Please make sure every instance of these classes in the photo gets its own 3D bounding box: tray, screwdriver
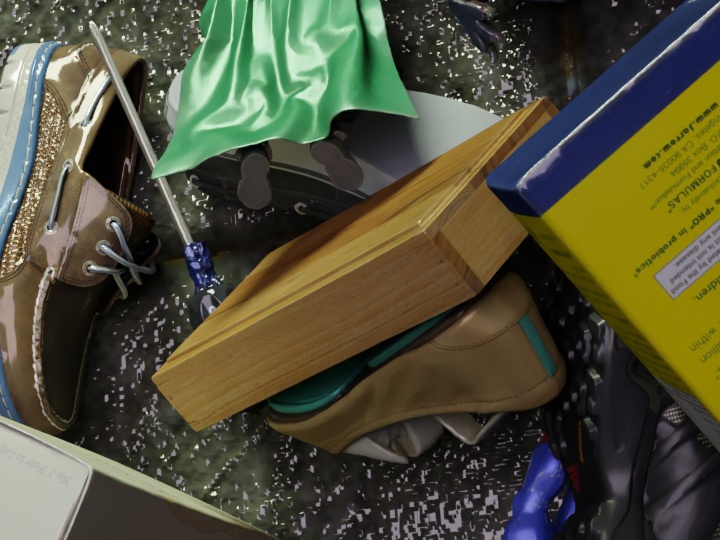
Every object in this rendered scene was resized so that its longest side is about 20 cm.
[{"bbox_3d":[0.000,0.000,0.935,0.037,0.099,0.200,51,139,-11],"label":"tray"},{"bbox_3d":[-0.084,-0.028,1.038,0.029,0.028,0.200,-23,86,37],"label":"screwdriver"}]

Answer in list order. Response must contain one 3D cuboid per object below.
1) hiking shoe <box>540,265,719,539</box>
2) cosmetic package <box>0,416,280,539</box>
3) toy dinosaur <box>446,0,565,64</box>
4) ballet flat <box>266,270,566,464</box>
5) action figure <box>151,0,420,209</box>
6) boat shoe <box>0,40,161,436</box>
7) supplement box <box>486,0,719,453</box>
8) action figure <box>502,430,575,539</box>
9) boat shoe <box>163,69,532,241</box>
[{"bbox_3d":[0.129,0.063,0.897,0.101,0.076,0.200,2,82,-17],"label":"hiking shoe"},{"bbox_3d":[-0.123,0.114,0.944,0.104,0.200,0.073,22,83,23],"label":"cosmetic package"},{"bbox_3d":[0.118,-0.179,1.004,0.181,0.105,0.200,-38,55,-13],"label":"toy dinosaur"},{"bbox_3d":[0.020,0.053,0.945,0.069,0.200,0.063,-43,97,-27],"label":"ballet flat"},{"bbox_3d":[-0.029,-0.112,1.011,0.118,0.055,0.200,-9,44,9],"label":"action figure"},{"bbox_3d":[-0.136,-0.018,1.054,0.072,0.072,0.200,-4,75,17],"label":"boat shoe"},{"bbox_3d":[0.154,0.007,0.803,0.110,0.109,0.200,-41,95,0],"label":"supplement box"},{"bbox_3d":[0.054,0.139,0.945,0.099,0.065,0.200,-11,60,36],"label":"action figure"},{"bbox_3d":[0.002,-0.046,1.022,0.200,0.057,0.069,18,45,24],"label":"boat shoe"}]
